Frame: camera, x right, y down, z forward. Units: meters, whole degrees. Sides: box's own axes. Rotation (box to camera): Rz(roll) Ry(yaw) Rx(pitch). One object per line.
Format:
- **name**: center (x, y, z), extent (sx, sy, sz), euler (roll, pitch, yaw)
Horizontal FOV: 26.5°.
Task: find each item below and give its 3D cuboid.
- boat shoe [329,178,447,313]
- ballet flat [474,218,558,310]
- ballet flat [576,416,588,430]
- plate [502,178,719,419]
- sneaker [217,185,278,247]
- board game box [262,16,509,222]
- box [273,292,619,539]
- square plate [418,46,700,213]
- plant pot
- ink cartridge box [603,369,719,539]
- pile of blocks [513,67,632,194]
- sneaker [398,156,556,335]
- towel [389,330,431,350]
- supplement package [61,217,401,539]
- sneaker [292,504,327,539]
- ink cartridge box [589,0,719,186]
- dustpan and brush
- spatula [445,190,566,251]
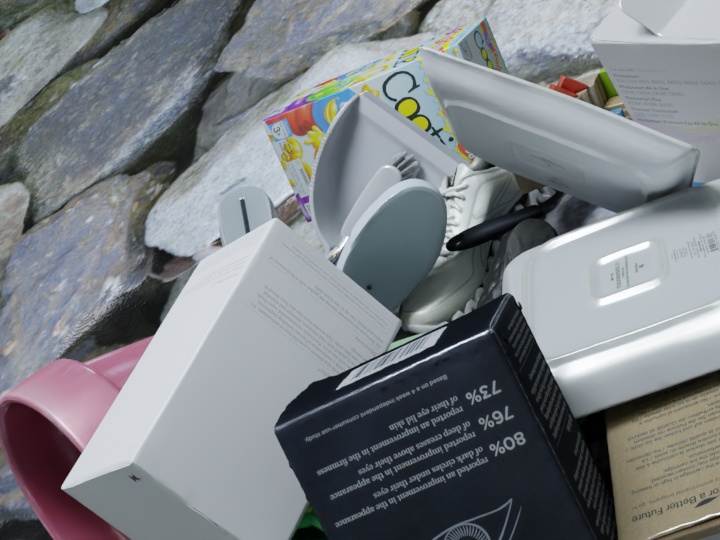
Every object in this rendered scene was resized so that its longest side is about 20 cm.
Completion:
- **boat shoe**: center (0.000, 0.000, 1.217), extent (0.201, 0.070, 0.091), euler (-62, 22, 23)
- **ballet flat**: center (0.110, 0.049, 1.152), extent (0.066, 0.057, 0.201), euler (16, 60, 19)
- **ballet flat**: center (0.157, 0.055, 1.075), extent (0.071, 0.071, 0.200), euler (14, 57, 51)
- **plate**: center (0.179, 0.011, 1.000), extent (0.199, 0.032, 0.200), euler (-21, 27, 18)
- **sneaker**: center (-0.082, 0.016, 1.313), extent (0.073, 0.071, 0.201), euler (-13, 47, 9)
- **board game box**: center (0.032, -0.134, 1.369), extent (0.199, 0.105, 0.103), euler (-19, 14, 25)
- **box**: center (0.064, 0.139, 0.906), extent (0.147, 0.201, 0.104), euler (-25, 5, 15)
- **square plate**: center (0.141, -0.087, 1.090), extent (0.199, 0.198, 0.029), euler (23, 84, 13)
- **plant pot**: center (-0.146, 0.132, 1.158), extent (0.179, 0.201, 0.199), euler (-34, 28, -30)
- **ink cartridge box**: center (0.252, 0.097, 0.915), extent (0.199, 0.075, 0.165), euler (-22, 36, 21)
- **pile of blocks**: center (0.193, -0.136, 1.238), extent (0.200, 0.062, 0.082), euler (-36, 22, -31)
- **sneaker**: center (0.083, -0.034, 1.241), extent (0.075, 0.081, 0.200), euler (5, 52, 44)
- **towel**: center (0.022, 0.140, 1.087), extent (0.152, 0.023, 0.201), euler (-18, 50, 27)
- **supplement package**: center (-0.085, 0.089, 1.021), extent (0.120, 0.121, 0.201), euler (-25, 31, 54)
- **sneaker**: center (-0.012, 0.166, 1.016), extent (0.074, 0.084, 0.201), euler (-22, 47, 23)
- **ink cartridge box**: center (0.271, -0.149, 1.095), extent (0.125, 0.200, 0.129), euler (11, 56, 49)
- **dustpan and brush**: center (-0.003, -0.034, 1.318), extent (0.201, 0.139, 0.057), euler (-57, -6, 23)
- **spatula**: center (0.153, -0.060, 1.215), extent (0.199, 0.021, 0.056), euler (-30, 24, -15)
